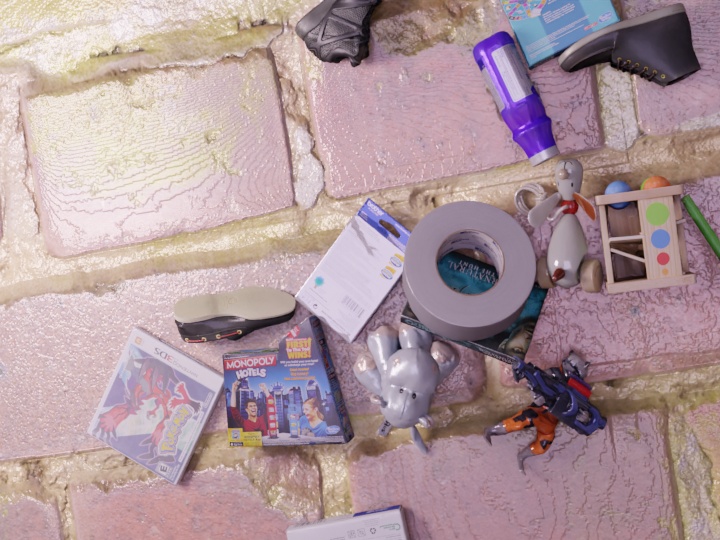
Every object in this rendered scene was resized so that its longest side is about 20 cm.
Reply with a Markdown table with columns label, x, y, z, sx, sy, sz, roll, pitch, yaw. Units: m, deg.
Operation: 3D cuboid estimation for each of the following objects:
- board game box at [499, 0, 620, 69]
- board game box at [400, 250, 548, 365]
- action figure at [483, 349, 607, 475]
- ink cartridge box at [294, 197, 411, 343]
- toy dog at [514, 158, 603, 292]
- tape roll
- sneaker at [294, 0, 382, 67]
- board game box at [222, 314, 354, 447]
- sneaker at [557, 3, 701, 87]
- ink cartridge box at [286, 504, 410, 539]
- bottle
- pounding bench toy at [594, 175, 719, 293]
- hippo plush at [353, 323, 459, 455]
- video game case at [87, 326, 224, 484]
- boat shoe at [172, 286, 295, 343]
| label | x | y | z | sx | sy | sz | roll | pitch | yaw |
| --- | --- | --- | --- | --- | --- | --- | --- | --- | --- |
| board game box | 0.281 | -0.429 | 1.660 | 0.149 | 0.047 | 0.203 | -24 | 88 | 12 |
| board game box | 0.174 | 0.052 | 1.686 | 0.197 | 0.028 | 0.137 | 20 | 65 | 9 |
| action figure | 0.264 | 0.193 | 1.670 | 0.194 | 0.105 | 0.200 | -45 | 114 | 4 |
| ink cartridge box | 0.000 | 0.000 | 1.746 | 0.119 | 0.042 | 0.201 | 38 | 102 | 7 |
| toy dog | 0.297 | -0.056 | 1.633 | 0.130 | 0.096 | 0.203 | -23 | 84 | 28 |
| tape roll | 0.161 | 0.001 | 1.654 | 0.196 | 0.066 | 0.204 | 0 | 67 | 0 |
| sneaker | 0.003 | -0.392 | 1.707 | 0.199 | 0.076 | 0.115 | -38 | 87 | 14 |
| board game box | -0.116 | 0.175 | 1.768 | 0.196 | 0.062 | 0.204 | -3 | 92 | 12 |
| sneaker | 0.397 | -0.309 | 1.628 | 0.197 | 0.075 | 0.108 | -19 | 86 | 11 |
| ink cartridge box | -0.005 | 0.493 | 1.773 | 0.193 | 0.043 | 0.204 | -12 | 93 | 11 |
| bottle | 0.236 | -0.256 | 1.660 | 0.065 | 0.083 | 0.203 | -26 | 87 | 11 |
| pounding bench toy | 0.447 | -0.060 | 1.608 | 0.196 | 0.124 | 0.159 | -7 | 91 | 12 |
| hippo plush | 0.053 | 0.174 | 1.682 | 0.157 | 0.161 | 0.203 | 21 | 97 | 9 |
| video game case | -0.339 | 0.224 | 1.836 | 0.180 | 0.023 | 0.203 | 27 | 98 | 9 |
| boat shoe | -0.200 | 0.074 | 1.782 | 0.197 | 0.074 | 0.064 | -7 | 128 | 2 |
